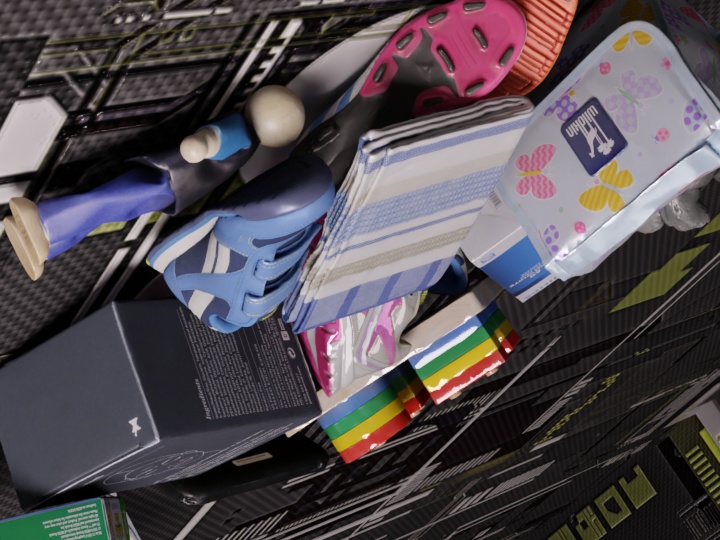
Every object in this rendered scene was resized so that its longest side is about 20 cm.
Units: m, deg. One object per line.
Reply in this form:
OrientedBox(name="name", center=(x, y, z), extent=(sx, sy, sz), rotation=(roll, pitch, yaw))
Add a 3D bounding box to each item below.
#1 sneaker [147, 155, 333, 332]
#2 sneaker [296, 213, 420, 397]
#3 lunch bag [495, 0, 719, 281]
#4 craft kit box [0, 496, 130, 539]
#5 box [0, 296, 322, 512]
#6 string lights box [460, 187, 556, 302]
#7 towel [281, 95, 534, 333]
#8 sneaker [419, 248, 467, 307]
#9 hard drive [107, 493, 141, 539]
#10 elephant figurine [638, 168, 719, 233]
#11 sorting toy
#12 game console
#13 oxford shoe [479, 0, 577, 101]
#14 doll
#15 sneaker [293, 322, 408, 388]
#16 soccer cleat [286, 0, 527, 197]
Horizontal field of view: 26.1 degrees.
OrientedBox(name="sneaker", center=(-0.065, -0.015, 1.020), extent=(0.074, 0.083, 0.200), rotation=(-34, -176, -32))
OrientedBox(name="sneaker", center=(0.000, 0.000, 1.192), extent=(0.088, 0.081, 0.201), rotation=(-16, 132, -21))
OrientedBox(name="lunch bag", center=(0.186, -0.105, 1.119), extent=(0.127, 0.201, 0.169), rotation=(36, 120, -24))
OrientedBox(name="craft kit box", center=(-0.279, 0.211, 1.168), extent=(0.198, 0.049, 0.198), rotation=(-12, 176, -6))
OrientedBox(name="box", center=(-0.153, 0.095, 1.171), extent=(0.148, 0.108, 0.199), rotation=(-28, 167, 30))
OrientedBox(name="string lights box", center=(0.112, -0.045, 1.301), extent=(0.059, 0.103, 0.200), rotation=(-36, 161, 8))
OrientedBox(name="towel", center=(0.030, -0.038, 1.069), extent=(0.146, 0.024, 0.201), rotation=(-18, 150, -33))
OrientedBox(name="sneaker", center=(0.011, -0.002, 1.279), extent=(0.199, 0.083, 0.074), rotation=(-15, 156, -38))
OrientedBox(name="hard drive", center=(-0.293, 0.313, 1.484), extent=(0.199, 0.140, 0.038), rotation=(-23, 159, -24))
OrientedBox(name="elephant figurine", center=(0.319, -0.127, 1.413), extent=(0.199, 0.142, 0.155), rotation=(-25, -172, -25))
OrientedBox(name="sorting toy", center=(0.045, 0.090, 1.356), extent=(0.198, 0.070, 0.200), rotation=(-34, 178, 12))
OrientedBox(name="game console", center=(-0.160, 0.195, 1.452), extent=(0.199, 0.175, 0.117), rotation=(-8, 122, -52))
OrientedBox(name="oxford shoe", center=(0.095, -0.149, 1.099), extent=(0.200, 0.071, 0.073), rotation=(-52, 180, 42))
OrientedBox(name="doll", center=(-0.119, -0.060, 0.962), extent=(0.199, 0.049, 0.136), rotation=(-27, 176, -21))
OrientedBox(name="sneaker", center=(-0.031, 0.044, 1.358), extent=(0.199, 0.076, 0.077), rotation=(-35, 158, -26))
OrientedBox(name="soccer cleat", center=(0.027, -0.118, 1.062), extent=(0.200, 0.070, 0.086), rotation=(-39, -177, 10))
